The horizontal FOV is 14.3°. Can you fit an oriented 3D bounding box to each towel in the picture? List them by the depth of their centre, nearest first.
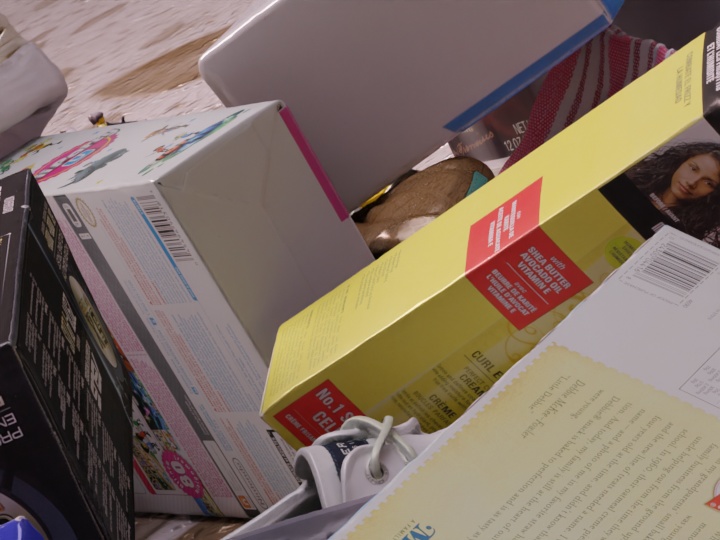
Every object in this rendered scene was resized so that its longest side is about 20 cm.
[{"bbox_3d":[0.076,-0.023,1.062,0.146,0.030,0.200,-59,14,3],"label":"towel"}]

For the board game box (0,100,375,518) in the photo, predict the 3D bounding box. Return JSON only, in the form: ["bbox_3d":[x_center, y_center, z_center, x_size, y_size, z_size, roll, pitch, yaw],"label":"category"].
[{"bbox_3d":[-0.066,0.018,1.071,0.064,0.148,0.200,-38,18,-28],"label":"board game box"}]

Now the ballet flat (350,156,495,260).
[{"bbox_3d":[0.000,0.000,1.108,0.200,0.068,0.072,-33,31,62],"label":"ballet flat"}]

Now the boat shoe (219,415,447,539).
[{"bbox_3d":[0.006,0.077,0.853,0.200,0.067,0.074,-38,15,-14],"label":"boat shoe"}]

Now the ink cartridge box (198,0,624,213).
[{"bbox_3d":[0.041,-0.121,1.111,0.145,0.085,0.200,-35,11,27],"label":"ink cartridge box"}]

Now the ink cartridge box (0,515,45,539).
[{"bbox_3d":[-0.118,0.152,0.699,0.136,0.076,0.200,-25,38,9],"label":"ink cartridge box"}]

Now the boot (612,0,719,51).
[{"bbox_3d":[0.187,-0.117,1.144,0.096,0.074,0.200,-26,15,-37],"label":"boot"}]

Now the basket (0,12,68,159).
[{"bbox_3d":[-0.259,-0.043,1.177,0.198,0.161,0.200,-38,-5,-35],"label":"basket"}]

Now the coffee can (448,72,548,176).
[{"bbox_3d":[0.069,-0.165,1.359,0.146,0.200,0.146,-26,14,7],"label":"coffee can"}]

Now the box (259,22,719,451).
[{"bbox_3d":[0.063,0.006,0.910,0.200,0.075,0.050,-33,26,30],"label":"box"}]

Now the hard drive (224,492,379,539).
[{"bbox_3d":[-0.058,0.139,0.767,0.200,0.042,0.135,-21,37,14],"label":"hard drive"}]

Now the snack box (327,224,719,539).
[{"bbox_3d":[0.077,0.069,0.739,0.116,0.037,0.200,26,43,25],"label":"snack box"}]

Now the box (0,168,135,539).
[{"bbox_3d":[-0.158,0.059,0.865,0.164,0.086,0.200,-23,16,1],"label":"box"}]

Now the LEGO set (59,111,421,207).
[{"bbox_3d":[-0.063,-0.036,1.314,0.154,0.116,0.200,-29,15,-7],"label":"LEGO set"}]
